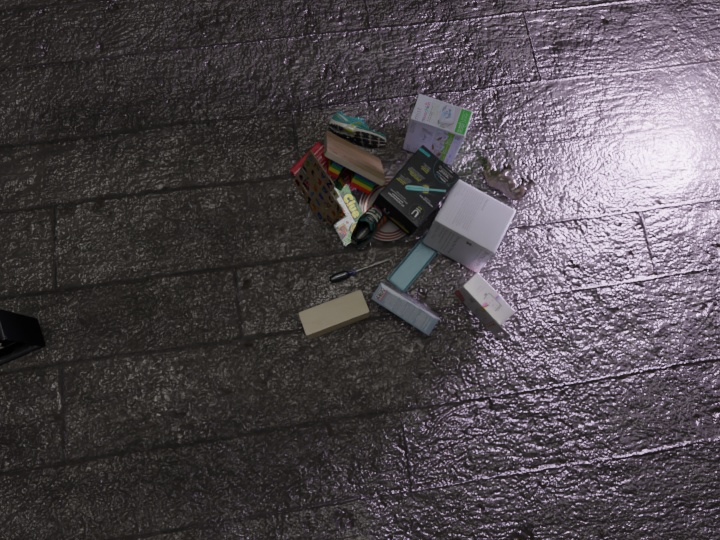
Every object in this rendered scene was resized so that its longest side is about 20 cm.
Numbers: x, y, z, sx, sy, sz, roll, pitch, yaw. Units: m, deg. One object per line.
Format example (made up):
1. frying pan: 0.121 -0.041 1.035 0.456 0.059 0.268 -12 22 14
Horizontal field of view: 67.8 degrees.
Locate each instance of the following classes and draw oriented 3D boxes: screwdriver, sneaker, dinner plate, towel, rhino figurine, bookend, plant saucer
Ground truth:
1. screwdriver: 0.000 0.000 1.658 0.199 0.028 0.029 -16 49 -2
2. sneaker: -0.003 -0.465 1.746 0.199 0.078 0.080 23 68 3
3. dinner plate: 0.088 -0.193 1.681 0.199 0.024 0.202 0 89 23
4. towel: -0.112 -0.309 1.731 0.200 0.022 0.145 41 77 5
5. sneaker: 0.041 -0.157 1.629 0.071 0.080 0.201 35 89 6
6. rhino figurine: 0.454 -0.301 1.730 0.200 0.060 0.088 36 89 9
7. bookend: -1.035 0.200 1.490 0.198 0.200 0.093 -24 79 -8
8. plant saucer: 0.171 -0.025 1.678 0.070 0.019 0.200 40 78 7

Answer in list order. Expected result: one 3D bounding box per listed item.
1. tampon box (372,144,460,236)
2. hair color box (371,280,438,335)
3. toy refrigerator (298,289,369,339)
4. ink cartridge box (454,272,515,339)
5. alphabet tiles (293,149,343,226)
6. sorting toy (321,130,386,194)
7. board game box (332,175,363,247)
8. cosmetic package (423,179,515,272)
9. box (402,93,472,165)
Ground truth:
1. tampon box: 0.161 -0.230 1.570 0.150 0.126 0.200 41 78 0
2. hair color box: 0.135 0.109 1.599 0.199 0.099 0.061 33 97 5
3. toy refrigerator: -0.078 0.134 1.608 0.199 0.070 0.076 -21 72 -7
4. ink cartridge box: 0.383 0.109 1.605 0.067 0.117 0.200 -41 83 -10
5. alphabet tiles: -0.127 -0.242 1.648 0.008 0.167 0.201 -28 78 -36
6. sorting toy: -0.031 -0.327 1.652 0.199 0.199 0.070 24 117 -17
7. board game box: -0.052 -0.185 1.685 0.104 0.023 0.201 -29 87 -2
8. cosmetic package: 0.325 -0.132 1.622 0.199 0.168 0.167 29 69 5
9. box: 0.235 -0.435 1.682 0.175 0.200 0.097 19 76 3
